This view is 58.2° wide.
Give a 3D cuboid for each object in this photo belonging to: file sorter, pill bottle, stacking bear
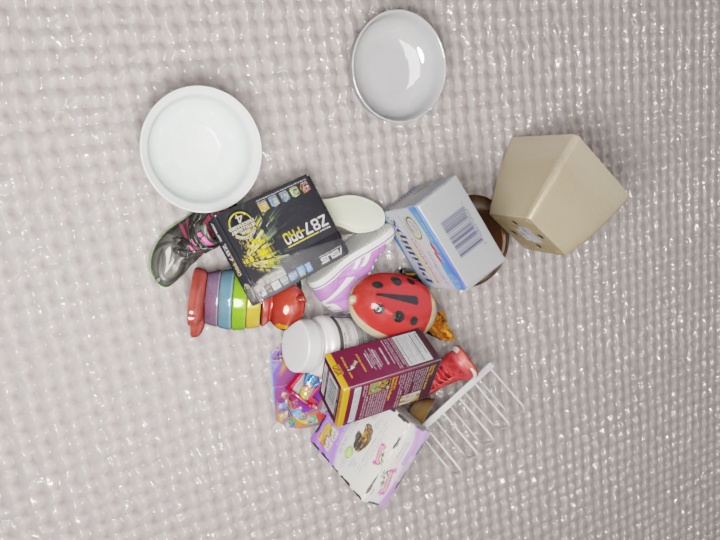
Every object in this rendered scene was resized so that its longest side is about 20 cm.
[{"bbox_3d":[0.232,0.316,1.373,0.199,0.139,0.125,-39,78,-13],"label":"file sorter"},{"bbox_3d":[-0.042,0.143,1.229,0.198,0.113,0.115,5,99,-38],"label":"pill bottle"},{"bbox_3d":[-0.194,0.057,1.137,0.197,0.122,0.115,5,68,-9],"label":"stacking bear"}]

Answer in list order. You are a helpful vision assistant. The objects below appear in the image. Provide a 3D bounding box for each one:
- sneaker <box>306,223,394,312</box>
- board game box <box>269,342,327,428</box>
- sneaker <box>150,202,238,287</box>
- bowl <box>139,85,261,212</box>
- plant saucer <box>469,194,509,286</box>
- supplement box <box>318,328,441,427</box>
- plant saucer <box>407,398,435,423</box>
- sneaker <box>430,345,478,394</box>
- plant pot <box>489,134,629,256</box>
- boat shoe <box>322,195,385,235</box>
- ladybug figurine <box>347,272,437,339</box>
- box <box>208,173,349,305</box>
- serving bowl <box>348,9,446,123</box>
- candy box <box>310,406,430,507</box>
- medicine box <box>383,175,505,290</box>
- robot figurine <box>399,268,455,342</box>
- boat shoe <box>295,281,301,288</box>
[{"bbox_3d":[0.000,0.000,1.271,0.200,0.073,0.115,-37,118,-4],"label":"sneaker"},{"bbox_3d":[-0.095,0.223,1.281,0.156,0.039,0.203,-7,104,-24],"label":"board game box"},{"bbox_3d":[-0.286,-0.056,1.113,0.077,0.084,0.201,43,81,-25],"label":"sneaker"},{"bbox_3d":[-0.273,-0.202,1.087,0.199,0.090,0.204,-5,102,-25],"label":"bowl"},{"bbox_3d":[0.246,-0.060,1.389,0.198,0.037,0.203,-5,102,-23],"label":"plant saucer"},{"bbox_3d":[0.034,0.192,1.173,0.198,0.086,0.111,-13,137,-25],"label":"supplement box"},{"bbox_3d":[0.086,0.339,1.329,0.035,0.200,0.201,32,85,9],"label":"plant saucer"},{"bbox_3d":[0.167,0.222,1.327,0.115,0.200,0.079,-35,76,-11],"label":"sneaker"},{"bbox_3d":[0.388,-0.146,1.343,0.199,0.200,0.178,38,83,-26],"label":"plant pot"},{"bbox_3d":[-0.051,-0.100,1.228,0.199,0.060,0.073,-2,78,-25],"label":"boat shoe"},{"bbox_3d":[0.068,0.065,1.226,0.198,0.072,0.137,6,68,-30],"label":"ladybug figurine"},{"bbox_3d":[-0.137,-0.055,1.111,0.199,0.049,0.162,-29,93,-32],"label":"box"},{"bbox_3d":[0.062,-0.381,1.222,0.198,0.066,0.203,-5,103,-24],"label":"serving bowl"},{"bbox_3d":[0.015,0.321,1.251,0.071,0.200,0.169,32,91,-40],"label":"candy box"},{"bbox_3d":[0.150,-0.067,1.232,0.103,0.200,0.183,-36,101,-15],"label":"medicine box"},{"bbox_3d":[0.108,0.093,1.340,0.145,0.058,0.200,-44,115,-12],"label":"robot figurine"},{"bbox_3d":[-0.137,0.011,1.205,0.060,0.075,0.202,-50,142,-53],"label":"boat shoe"}]
